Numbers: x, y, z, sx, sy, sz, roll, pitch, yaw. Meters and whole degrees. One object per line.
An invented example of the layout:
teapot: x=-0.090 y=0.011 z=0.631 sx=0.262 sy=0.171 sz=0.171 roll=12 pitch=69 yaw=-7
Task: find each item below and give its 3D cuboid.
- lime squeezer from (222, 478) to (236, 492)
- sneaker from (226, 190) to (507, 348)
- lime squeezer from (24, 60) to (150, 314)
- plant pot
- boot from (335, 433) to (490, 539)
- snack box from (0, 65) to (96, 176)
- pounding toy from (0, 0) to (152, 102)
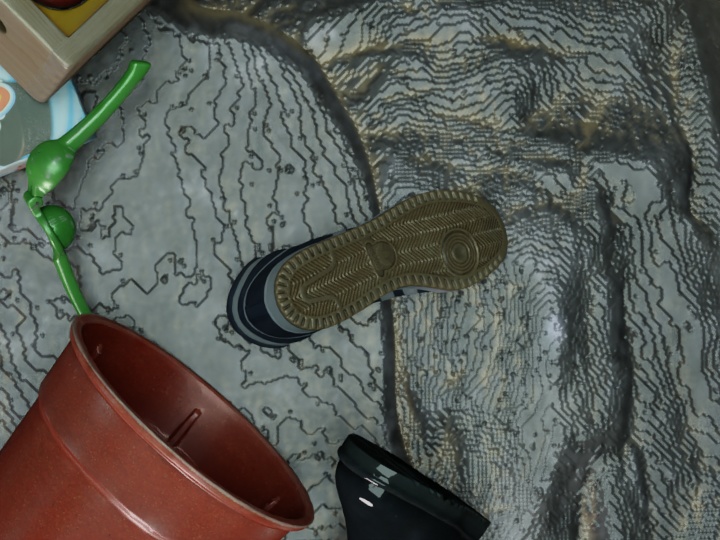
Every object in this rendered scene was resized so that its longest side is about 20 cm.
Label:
lime squeezer: x=-0.103 y=0.251 z=1.118 sx=0.070 sy=0.038 sz=0.200 roll=24 pitch=89 yaw=-3
sneaker: x=0.000 y=0.000 z=1.116 sx=0.200 sy=0.108 sz=0.070 roll=-19 pitch=89 yaw=-34
lime squeezer: x=-0.192 y=-0.045 z=1.088 sx=0.071 sy=0.038 sz=0.201 roll=-2 pitch=108 yaw=-39
plant pot: x=-0.168 y=0.166 z=1.047 sx=0.201 sy=0.201 sz=0.195 roll=41 pitch=96 yaw=-3
boot: x=0.000 y=0.206 z=1.055 sx=0.076 sy=0.200 sz=0.168 roll=32 pitch=85 yaw=27
snack box: x=-0.271 y=-0.163 z=1.106 sx=0.116 sy=0.037 sz=0.200 roll=-22 pitch=92 yaw=-4
pounding toy: x=-0.216 y=-0.233 z=1.023 sx=0.200 sy=0.142 sz=0.184 roll=46 pitch=70 yaw=-10
